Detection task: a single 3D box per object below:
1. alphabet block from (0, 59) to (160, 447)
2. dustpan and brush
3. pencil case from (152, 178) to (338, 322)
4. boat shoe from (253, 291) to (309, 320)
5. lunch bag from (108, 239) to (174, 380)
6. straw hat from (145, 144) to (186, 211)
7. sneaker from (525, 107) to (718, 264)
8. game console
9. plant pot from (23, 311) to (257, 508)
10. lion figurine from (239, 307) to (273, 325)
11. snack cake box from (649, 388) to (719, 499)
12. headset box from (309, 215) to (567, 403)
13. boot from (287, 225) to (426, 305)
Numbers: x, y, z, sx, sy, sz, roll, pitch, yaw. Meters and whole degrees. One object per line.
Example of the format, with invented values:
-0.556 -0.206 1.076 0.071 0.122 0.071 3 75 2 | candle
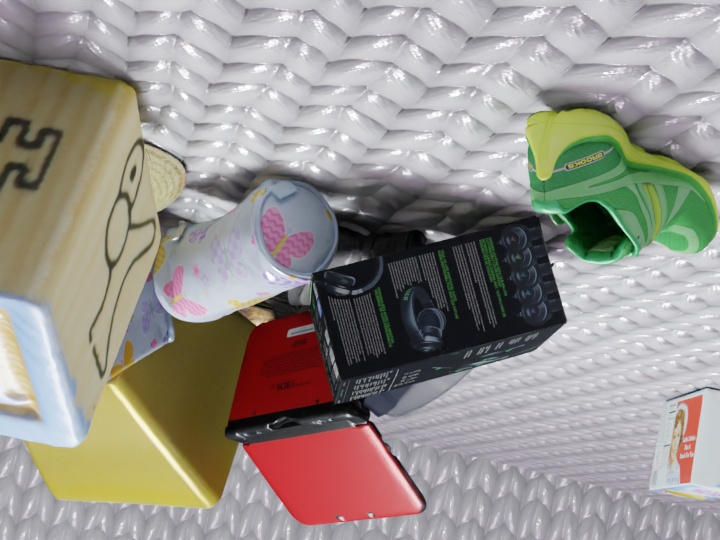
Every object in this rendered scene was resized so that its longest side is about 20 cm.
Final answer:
-0.271 -0.018 1.303 0.195 0.201 0.196 11 144 8 | alphabet block
0.088 0.079 1.742 0.057 0.200 0.140 50 173 -18 | dustpan and brush
-0.100 -0.015 1.532 0.083 0.091 0.200 -7 173 -35 | pencil case
-0.063 0.035 1.781 0.199 0.065 0.073 25 170 25 | boat shoe
-0.290 0.033 1.611 0.199 0.128 0.170 11 -157 22 | lunch bag
-0.237 -0.033 1.490 0.200 0.085 0.201 -8 158 -3 | straw hat
0.161 -0.041 1.151 0.074 0.084 0.200 3 167 40 | sneaker
-0.023 0.135 1.694 0.118 0.173 0.200 27 154 -32 | game console
-0.234 0.099 1.775 0.199 0.201 0.177 -1 144 27 | plant pot
-0.066 0.049 1.987 0.199 0.073 0.122 13 178 -32 | lion figurine
0.412 0.213 2.182 0.067 0.116 0.200 12 171 -3 | snack cake box
0.065 0.034 1.474 0.199 0.093 0.174 -14 171 -4 | headset box
0.000 0.000 1.644 0.131 0.070 0.200 6 174 4 | boot
